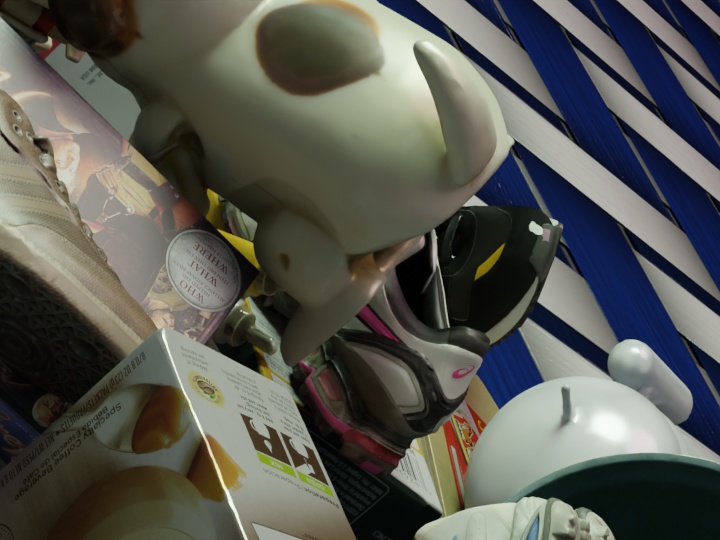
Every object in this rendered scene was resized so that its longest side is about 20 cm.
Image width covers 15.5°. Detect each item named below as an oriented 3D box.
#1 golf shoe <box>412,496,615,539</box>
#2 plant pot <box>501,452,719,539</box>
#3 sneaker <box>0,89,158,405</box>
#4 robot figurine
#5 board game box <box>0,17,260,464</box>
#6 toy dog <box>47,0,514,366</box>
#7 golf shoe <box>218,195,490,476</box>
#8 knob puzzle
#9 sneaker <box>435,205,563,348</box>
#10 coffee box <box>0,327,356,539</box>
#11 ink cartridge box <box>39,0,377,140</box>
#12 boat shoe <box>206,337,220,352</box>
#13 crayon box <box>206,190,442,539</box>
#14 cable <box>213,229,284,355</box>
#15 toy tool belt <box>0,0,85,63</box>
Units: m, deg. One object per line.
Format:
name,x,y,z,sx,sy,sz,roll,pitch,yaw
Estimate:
golf shoe,0.049,0.193,1.101,0.078,0.097,0.201,38,57,-50
plant pot,0.130,0.198,1.187,0.201,0.200,0.134,55,-7,22
sneaker,-0.137,-0.030,1.001,0.200,0.070,0.076,42,56,-11
robot figurine,0.122,0.123,1.321,0.112,0.170,0.200,8,-19,30
board game box,-0.150,-0.020,1.058,0.200,0.035,0.136,44,51,-11
toy dog,-0.044,-0.082,1.116,0.200,0.140,0.194,44,-14,-1
golf shoe,0.000,0.000,1.246,0.072,0.092,0.200,29,24,-47
knob puzzle,0.068,0.139,1.386,0.220,0.030,0.220,56,18,-27
sneaker,0.028,-0.003,1.420,0.090,0.070,0.200,27,-19,-20
coffee box,-0.055,0.136,0.940,0.080,0.114,0.200,31,24,-45
ink cartridge box,-0.078,-0.124,1.405,0.200,0.144,0.084,46,17,-10
boat shoe,-0.119,0.004,1.138,0.200,0.074,0.069,55,14,14
crayon box,-0.037,0.042,1.307,0.126,0.052,0.200,38,20,-32
cable,-0.121,-0.015,1.232,0.200,0.097,0.050,37,-22,31
toy tool belt,-0.143,-0.159,1.216,0.123,0.200,0.126,20,53,-41
